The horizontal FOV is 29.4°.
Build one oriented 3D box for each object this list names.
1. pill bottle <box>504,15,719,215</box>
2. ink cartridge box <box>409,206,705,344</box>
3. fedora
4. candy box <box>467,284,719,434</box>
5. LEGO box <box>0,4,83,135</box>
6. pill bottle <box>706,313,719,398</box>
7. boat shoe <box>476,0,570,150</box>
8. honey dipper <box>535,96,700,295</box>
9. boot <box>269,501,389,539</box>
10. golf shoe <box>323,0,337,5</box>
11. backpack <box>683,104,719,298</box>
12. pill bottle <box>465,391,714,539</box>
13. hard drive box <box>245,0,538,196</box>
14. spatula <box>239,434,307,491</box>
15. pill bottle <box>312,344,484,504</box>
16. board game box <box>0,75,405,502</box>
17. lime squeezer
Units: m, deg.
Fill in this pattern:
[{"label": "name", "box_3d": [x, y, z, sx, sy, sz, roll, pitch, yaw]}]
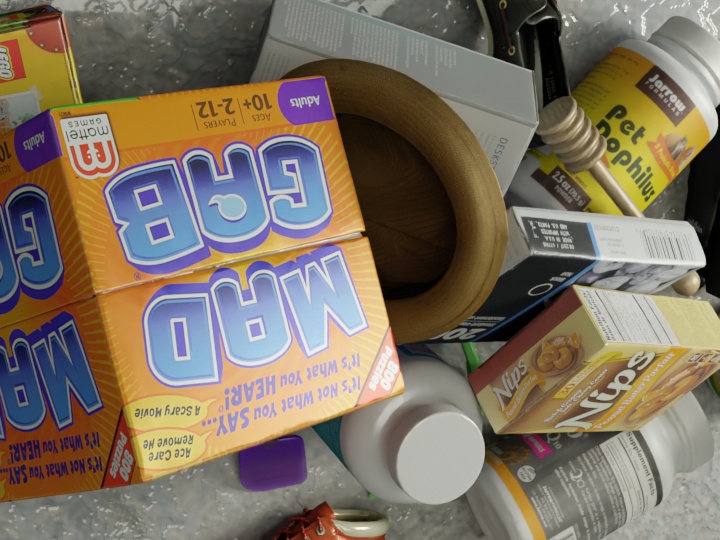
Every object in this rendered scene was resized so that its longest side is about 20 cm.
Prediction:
[{"label": "pill bottle", "box_3d": [0.211, -0.108, 1.108, 0.200, 0.109, 0.109, -46, 115, -4]}, {"label": "ink cartridge box", "box_3d": [0.119, 0.019, 1.016, 0.197, 0.200, 0.044, 2, 65, -40]}, {"label": "fedora", "box_3d": [0.017, -0.051, 0.904, 0.082, 0.199, 0.203, -32, 120, -53]}, {"label": "candy box", "box_3d": [0.187, 0.071, 1.037, 0.199, 0.056, 0.115, 5, 139, -48]}, {"label": "LEGO box", "box_3d": [-0.262, -0.069, 0.957, 0.148, 0.077, 0.202, -14, 109, -17]}, {"label": "pill bottle", "box_3d": [0.394, 0.097, 1.184, 0.110, 0.200, 0.112, -5, 107, -19]}, {"label": "boat shoe", "box_3d": [0.127, -0.194, 1.054, 0.073, 0.063, 0.204, -3, 88, -48]}, {"label": "honey dipper", "box_3d": [0.201, -0.050, 1.044, 0.038, 0.038, 0.200, -45, 118, -4]}, {"label": "boot", "box_3d": [-0.064, 0.239, 1.126, 0.198, 0.075, 0.108, 6, 99, -31]}, {"label": "golf shoe", "box_3d": [0.009, -0.131, 1.045, 0.199, 0.073, 0.092, 34, 91, -25]}, {"label": "backpack", "box_3d": [0.363, -0.072, 1.163, 0.126, 0.166, 0.202, -15, 108, -37]}, {"label": "pill bottle", "box_3d": [0.195, 0.168, 1.176, 0.199, 0.116, 0.117, -28, 113, -12]}, {"label": "hard drive box", "box_3d": [0.008, -0.093, 0.992, 0.198, 0.077, 0.157, 18, 126, -9]}, {"label": "spatula", "box_3d": [-0.077, 0.098, 1.083, 0.056, 0.021, 0.202, -11, 119, -10]}, {"label": "pill bottle", "box_3d": [0.023, 0.106, 1.046, 0.110, 0.200, 0.112, -5, 107, -18]}, {"label": "board game box", "box_3d": [-0.129, 0.013, 0.839, 0.199, 0.199, 0.202, -14, 89, -42]}, {"label": "lime squeezer", "box_3d": [0.072, 0.112, 1.156, 0.070, 0.038, 0.202, 16, 99, -24]}]
